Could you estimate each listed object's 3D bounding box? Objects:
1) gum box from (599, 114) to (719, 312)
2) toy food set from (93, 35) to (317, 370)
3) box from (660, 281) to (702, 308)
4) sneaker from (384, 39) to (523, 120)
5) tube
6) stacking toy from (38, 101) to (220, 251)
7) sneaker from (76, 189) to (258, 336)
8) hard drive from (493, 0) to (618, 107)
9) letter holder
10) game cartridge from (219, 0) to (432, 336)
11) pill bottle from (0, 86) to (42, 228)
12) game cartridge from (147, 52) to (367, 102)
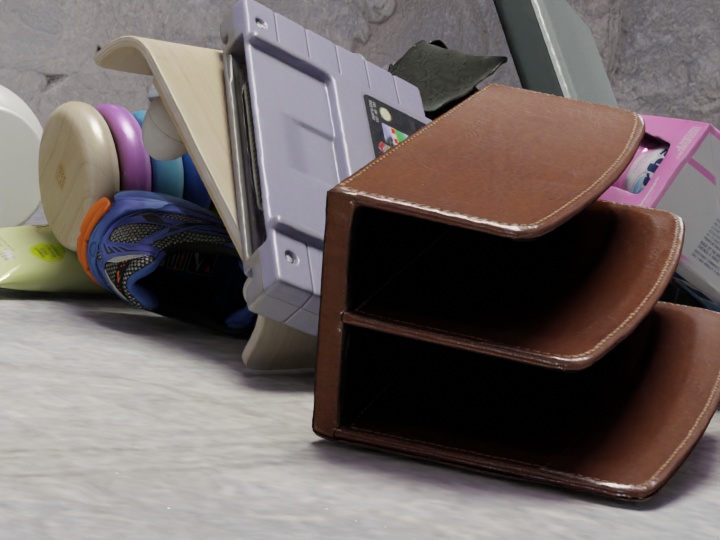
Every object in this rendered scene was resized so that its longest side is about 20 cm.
[{"bbox_3d":[0.211,-0.007,0.839,0.199,0.066,0.113,36,0,-15],"label":"gum box"},{"bbox_3d":[-0.046,-0.036,0.808,0.143,0.060,0.201,2,52,-47],"label":"toy food set"},{"bbox_3d":[0.087,-0.008,0.900,0.160,0.044,0.200,35,-10,-34],"label":"box"},{"bbox_3d":[0.030,-0.114,1.059,0.060,0.104,0.200,46,-6,-26],"label":"sneaker"},{"bbox_3d":[-0.149,-0.008,0.934,0.199,0.052,0.058,-1,-19,-36],"label":"tube"},{"bbox_3d":[-0.087,-0.061,0.925,0.199,0.086,0.085,-6,12,-33],"label":"stacking toy"},{"bbox_3d":[-0.054,0.007,0.849,0.198,0.076,0.078,3,23,-20],"label":"sneaker"},{"bbox_3d":[0.143,-0.090,0.983,0.033,0.201,0.139,-25,-25,20],"label":"hard drive"},{"bbox_3d":[0.084,0.000,0.635,0.141,0.101,0.200,12,21,19],"label":"letter holder"},{"bbox_3d":[-0.006,-0.043,0.774,0.129,0.038,0.201,19,42,-30],"label":"game cartridge"},{"bbox_3d":[-0.273,-0.075,1.032,0.110,0.112,0.200,5,6,-26],"label":"pill bottle"},{"bbox_3d":[-0.054,-0.113,1.212,0.199,0.041,0.133,-1,-35,30],"label":"game cartridge"}]
